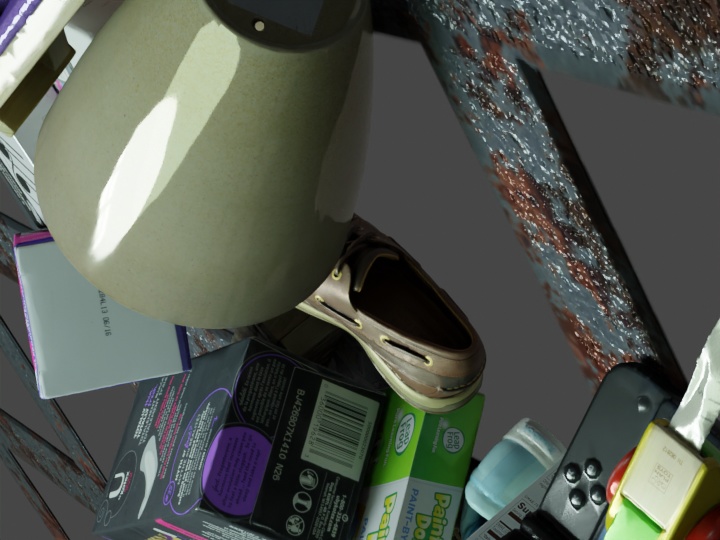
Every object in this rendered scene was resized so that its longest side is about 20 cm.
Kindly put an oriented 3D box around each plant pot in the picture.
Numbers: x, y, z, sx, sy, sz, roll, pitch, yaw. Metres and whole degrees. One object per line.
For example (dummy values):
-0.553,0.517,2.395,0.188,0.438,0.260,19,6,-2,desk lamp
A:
-0.066,-0.097,1.173,0.187,0.187,0.200,48,147,11,plant pot

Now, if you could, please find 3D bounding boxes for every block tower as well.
-0.053,0.052,1.507,0.054,0.058,0.200,48,160,9,block tower

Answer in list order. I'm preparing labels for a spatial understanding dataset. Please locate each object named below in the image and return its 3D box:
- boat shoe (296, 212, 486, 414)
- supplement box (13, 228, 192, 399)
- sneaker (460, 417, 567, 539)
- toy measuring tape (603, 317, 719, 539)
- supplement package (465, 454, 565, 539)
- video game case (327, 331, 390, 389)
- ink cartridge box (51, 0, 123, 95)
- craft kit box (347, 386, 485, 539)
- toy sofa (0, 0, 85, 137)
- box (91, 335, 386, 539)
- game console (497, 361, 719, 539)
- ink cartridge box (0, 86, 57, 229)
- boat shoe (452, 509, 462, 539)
0.000,0.001,1.339,0.200,0.072,0.068,41,155,13,boat shoe
-0.177,0.019,1.477,0.200,0.103,0.102,-159,59,-82,supplement box
0.095,0.172,1.405,0.074,0.082,0.200,40,159,33,sneaker
0.169,0.085,1.053,0.074,0.073,0.201,40,122,31,toy measuring tape
0.128,0.238,1.260,0.147,0.200,0.192,39,157,36,supplement package
-0.043,0.017,1.543,0.200,0.022,0.182,53,162,-3,video game case
-0.160,-0.137,1.433,0.200,0.085,0.148,30,152,53,ink cartridge box
-0.003,0.178,1.419,0.048,0.201,0.197,22,163,-24,craft kit box
-0.173,-0.171,1.191,0.097,0.083,0.200,37,137,-11,toy sofa
-0.083,0.130,1.450,0.106,0.123,0.200,24,160,-21,box
0.139,0.168,1.107,0.200,0.118,0.171,39,116,33,game console
-0.241,-0.121,1.454,0.201,0.044,0.094,58,161,-13,ink cartridge box
0.074,0.208,1.533,0.072,0.059,0.200,61,-177,-37,boat shoe
